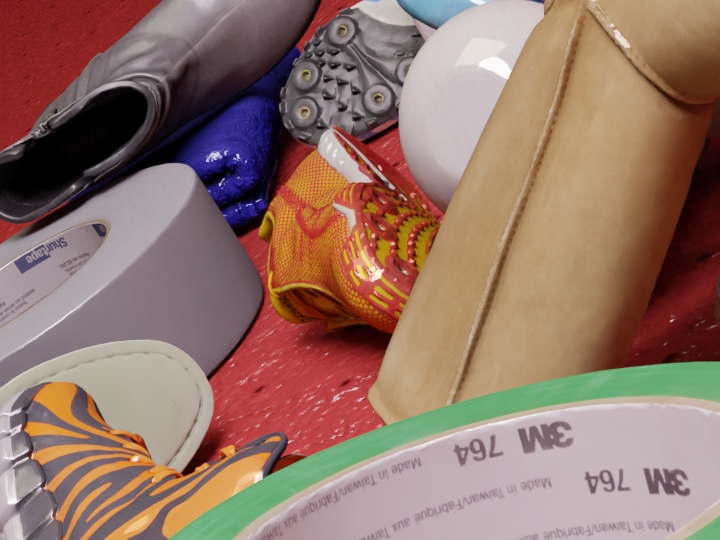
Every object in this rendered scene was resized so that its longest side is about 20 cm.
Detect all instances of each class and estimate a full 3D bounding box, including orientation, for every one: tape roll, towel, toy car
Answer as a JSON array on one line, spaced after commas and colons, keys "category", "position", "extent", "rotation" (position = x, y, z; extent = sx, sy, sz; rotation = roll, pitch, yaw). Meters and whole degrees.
[{"category": "tape roll", "position": [-0.145, 0.033, 1.088], "extent": [0.199, 0.066, 0.200], "rotation": [-30, 18, 11]}, {"category": "towel", "position": [-0.100, -0.051, 1.273], "extent": [0.147, 0.050, 0.200], "rotation": [-31, 15, 17]}, {"category": "toy car", "position": [0.096, -0.106, 0.836], "extent": [0.199, 0.151, 0.175], "rotation": [-27, -5, 27]}, {"category": "tape roll", "position": [0.036, 0.081, 0.585], "extent": [0.199, 0.049, 0.201], "rotation": [-16, 13, 4]}]

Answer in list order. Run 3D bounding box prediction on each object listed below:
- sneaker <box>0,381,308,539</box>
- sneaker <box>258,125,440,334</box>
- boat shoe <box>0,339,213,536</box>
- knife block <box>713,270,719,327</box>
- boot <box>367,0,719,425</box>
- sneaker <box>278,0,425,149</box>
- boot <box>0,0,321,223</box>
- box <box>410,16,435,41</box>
[{"category": "sneaker", "position": [-0.065, 0.088, 0.804], "extent": [0.111, 0.078, 0.200], "rotation": [-27, 31, 3]}, {"category": "sneaker", "position": [0.000, 0.000, 0.954], "extent": [0.077, 0.073, 0.200], "rotation": [-54, 12, 6]}, {"category": "boat shoe", "position": [-0.145, 0.096, 0.908], "extent": [0.201, 0.072, 0.061], "rotation": [-34, -7, -31]}, {"category": "knife block", "position": [0.217, -0.054, 0.728], "extent": [0.174, 0.202, 0.064], "rotation": [10, 5, -18]}, {"category": "boot", "position": [0.085, -0.016, 0.690], "extent": [0.175, 0.066, 0.201], "rotation": [44, 117, 60]}, {"category": "sneaker", "position": [0.038, -0.132, 1.238], "extent": [0.200, 0.072, 0.073], "rotation": [-44, -18, -12]}, {"category": "boot", "position": [-0.100, -0.096, 1.174], "extent": [0.200, 0.070, 0.132], "rotation": [-43, 6, 11]}, {"category": "box", "position": [0.105, -0.191, 1.156], "extent": [0.097, 0.125, 0.200], "rotation": [-13, 25, 48]}]
